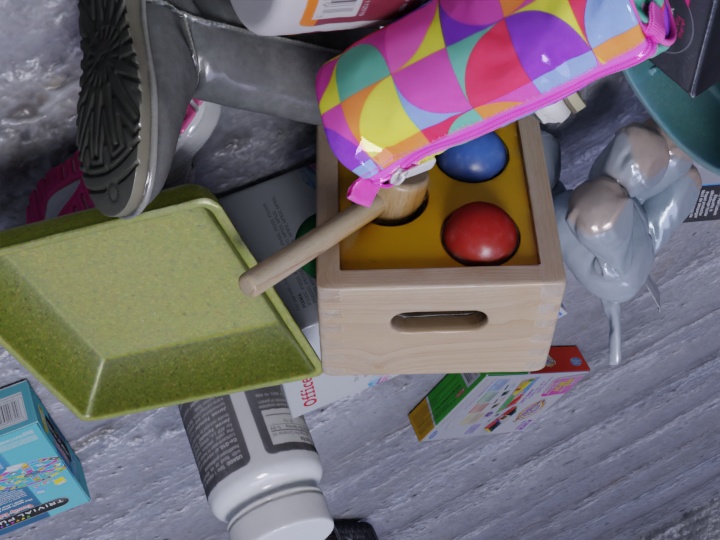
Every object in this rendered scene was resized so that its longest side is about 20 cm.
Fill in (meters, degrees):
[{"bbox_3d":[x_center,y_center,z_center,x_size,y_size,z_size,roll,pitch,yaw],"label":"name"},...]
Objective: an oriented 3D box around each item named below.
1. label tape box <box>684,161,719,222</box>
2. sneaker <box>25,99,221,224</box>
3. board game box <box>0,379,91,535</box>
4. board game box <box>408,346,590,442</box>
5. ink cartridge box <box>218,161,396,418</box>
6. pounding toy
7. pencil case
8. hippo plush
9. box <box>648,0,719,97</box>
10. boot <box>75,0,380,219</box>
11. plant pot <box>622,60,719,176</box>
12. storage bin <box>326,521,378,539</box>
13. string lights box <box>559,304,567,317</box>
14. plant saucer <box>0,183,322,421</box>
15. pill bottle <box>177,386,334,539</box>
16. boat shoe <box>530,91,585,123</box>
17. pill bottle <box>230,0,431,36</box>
[{"bbox_3d":[0.384,-0.122,0.979,0.197,0.067,0.144,-4,136,-1],"label":"label tape box"},{"bbox_3d":[-0.150,-0.068,0.726,0.088,0.082,0.199,6,146,-45],"label":"sneaker"},{"bbox_3d":[-0.355,0.192,0.998,0.149,0.047,0.201,-20,150,-11],"label":"board game box"},{"bbox_3d":[0.180,0.159,1.364,0.198,0.041,0.153,3,140,-40],"label":"board game box"},{"bbox_3d":[0.000,0.000,0.869,0.198,0.146,0.146,-21,150,-10],"label":"ink cartridge box"},{"bbox_3d":[0.027,-0.023,0.700,0.197,0.186,0.143,-1,143,-1],"label":"pounding toy"},{"bbox_3d":[0.068,-0.112,0.571,0.199,0.090,0.088,-26,154,31],"label":"pencil case"},{"bbox_3d":[0.194,-0.062,0.929,0.159,0.160,0.201,-45,140,-23],"label":"hippo plush"},{"bbox_3d":[0.233,-0.214,0.592,0.199,0.106,0.123,-34,151,-12],"label":"box"},{"bbox_3d":[-0.068,-0.106,0.637,0.072,0.185,0.198,-15,161,43],"label":"boot"},{"bbox_3d":[0.307,-0.202,0.762,0.195,0.201,0.201,-32,151,-6],"label":"plant pot"},{"bbox_3d":[-0.056,0.482,1.594,0.200,0.136,0.093,-41,146,26],"label":"storage bin"},{"bbox_3d":[0.131,0.021,1.092,0.102,0.059,0.200,-33,149,14],"label":"string lights box"},{"bbox_3d":[-0.146,0.018,0.709,0.197,0.048,0.201,-12,141,13],"label":"plant saucer"},{"bbox_3d":[-0.102,0.166,0.996,0.112,0.202,0.114,-18,151,-10],"label":"pill bottle"},{"bbox_3d":[0.091,-0.133,0.696,0.068,0.200,0.075,-31,112,8],"label":"boat shoe"},{"bbox_3d":[0.026,-0.200,0.606,0.198,0.115,0.115,-11,148,-25],"label":"pill bottle"}]
